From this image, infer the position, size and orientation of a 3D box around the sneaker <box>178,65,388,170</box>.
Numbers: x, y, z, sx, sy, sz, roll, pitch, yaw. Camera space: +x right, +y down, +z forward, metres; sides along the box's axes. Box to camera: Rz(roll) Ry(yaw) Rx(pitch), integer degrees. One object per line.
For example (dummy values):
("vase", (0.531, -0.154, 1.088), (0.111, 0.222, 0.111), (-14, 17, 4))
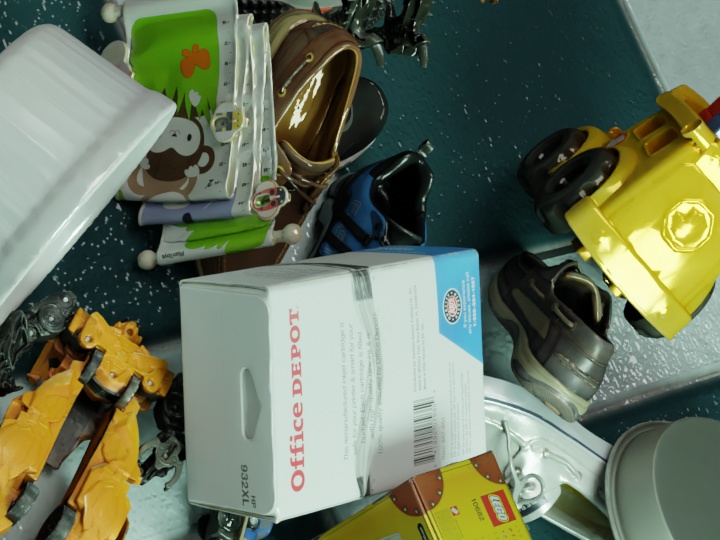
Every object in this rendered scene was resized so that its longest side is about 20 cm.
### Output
("sneaker", (-0.046, -0.114, 1.805), (0.200, 0.088, 0.076), (-9, 71, -40))

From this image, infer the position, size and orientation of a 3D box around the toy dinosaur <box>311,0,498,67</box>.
("toy dinosaur", (0.012, -0.214, 1.776), (0.102, 0.136, 0.200), (5, 17, -24))

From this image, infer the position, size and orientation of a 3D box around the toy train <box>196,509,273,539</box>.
("toy train", (-0.088, 0.205, 1.627), (0.046, 0.034, 0.200), (31, 50, -24))

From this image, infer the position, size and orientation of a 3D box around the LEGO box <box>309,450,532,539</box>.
("LEGO box", (0.055, 0.237, 1.639), (0.077, 0.149, 0.200), (-13, 74, -42))

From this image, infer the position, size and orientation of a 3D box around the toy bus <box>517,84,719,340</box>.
("toy bus", (0.227, -0.071, 1.878), (0.136, 0.192, 0.200), (46, 7, -17))

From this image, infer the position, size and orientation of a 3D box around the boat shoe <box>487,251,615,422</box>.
("boat shoe", (0.144, 0.034, 1.829), (0.074, 0.073, 0.200), (37, 16, -22))

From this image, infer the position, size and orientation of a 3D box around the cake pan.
("cake pan", (0.256, 0.185, 1.818), (0.200, 0.037, 0.200), (27, 42, -27))

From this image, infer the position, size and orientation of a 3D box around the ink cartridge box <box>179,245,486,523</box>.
("ink cartridge box", (-0.016, 0.067, 1.650), (0.200, 0.084, 0.145), (-10, 101, -47))

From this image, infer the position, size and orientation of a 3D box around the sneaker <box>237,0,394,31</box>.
("sneaker", (-0.069, -0.210, 1.862), (0.200, 0.070, 0.094), (-7, 63, -43))

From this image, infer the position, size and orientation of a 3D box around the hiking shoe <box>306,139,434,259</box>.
("hiking shoe", (0.000, 0.000, 1.775), (0.074, 0.087, 0.200), (26, 52, -23))

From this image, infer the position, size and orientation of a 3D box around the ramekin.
("ramekin", (-0.211, -0.054, 1.574), (0.098, 0.200, 0.201), (40, 47, -2))

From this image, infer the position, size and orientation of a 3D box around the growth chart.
("growth chart", (-0.111, -0.097, 1.716), (0.018, 0.145, 0.200), (17, 62, -59))

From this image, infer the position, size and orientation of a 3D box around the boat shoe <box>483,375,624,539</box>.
("boat shoe", (0.115, 0.145, 1.799), (0.202, 0.075, 0.086), (33, 53, -31))

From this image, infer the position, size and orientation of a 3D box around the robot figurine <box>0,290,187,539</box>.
("robot figurine", (-0.183, 0.109, 1.592), (0.145, 0.058, 0.200), (37, 49, -16))

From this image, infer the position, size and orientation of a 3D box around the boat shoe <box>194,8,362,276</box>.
("boat shoe", (-0.054, -0.072, 1.724), (0.072, 0.068, 0.200), (16, 97, -38))
